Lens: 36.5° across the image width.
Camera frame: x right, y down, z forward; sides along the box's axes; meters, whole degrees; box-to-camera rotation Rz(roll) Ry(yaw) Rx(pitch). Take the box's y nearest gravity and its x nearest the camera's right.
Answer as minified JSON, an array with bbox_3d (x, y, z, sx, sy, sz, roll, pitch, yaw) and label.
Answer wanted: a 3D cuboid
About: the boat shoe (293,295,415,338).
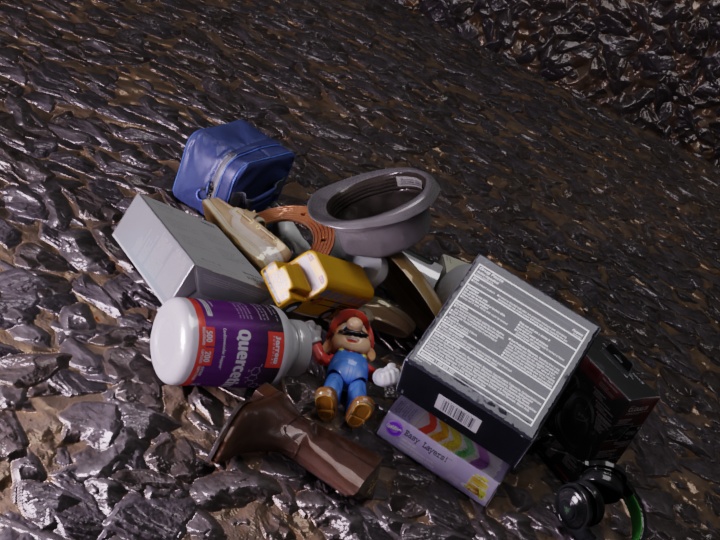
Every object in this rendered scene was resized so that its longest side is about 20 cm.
[{"bbox_3d":[-0.014,0.070,1.681,0.199,0.071,0.065,20,66,-3],"label":"boat shoe"}]

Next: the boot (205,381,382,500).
[{"bbox_3d":[-0.073,0.233,1.343,0.200,0.064,0.186,35,30,6],"label":"boot"}]

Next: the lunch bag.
[{"bbox_3d":[-0.207,-0.157,1.815,0.132,0.136,0.200,31,29,17],"label":"lunch bag"}]

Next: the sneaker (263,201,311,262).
[{"bbox_3d":[-0.121,-0.037,1.780,0.087,0.075,0.200,31,21,-37],"label":"sneaker"}]

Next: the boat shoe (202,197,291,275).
[{"bbox_3d":[-0.173,-0.056,1.659,0.069,0.074,0.200,-29,48,-20],"label":"boat shoe"}]

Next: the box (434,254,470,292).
[{"bbox_3d":[0.223,0.047,1.913,0.199,0.069,0.082,19,27,-13],"label":"box"}]

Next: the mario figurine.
[{"bbox_3d":[-0.017,0.118,1.530,0.123,0.106,0.200,44,26,-25],"label":"mario figurine"}]

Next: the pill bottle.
[{"bbox_3d":[-0.167,0.097,1.433,0.199,0.113,0.113,6,33,-34],"label":"pill bottle"}]

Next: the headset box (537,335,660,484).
[{"bbox_3d":[0.331,0.198,1.598,0.077,0.201,0.149,1,35,-40],"label":"headset box"}]

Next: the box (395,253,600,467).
[{"bbox_3d":[0.187,0.123,1.491,0.199,0.123,0.199,33,65,11],"label":"box"}]

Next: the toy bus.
[{"bbox_3d":[-0.059,0.021,1.554,0.200,0.078,0.065,17,44,-64],"label":"toy bus"}]

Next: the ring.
[{"bbox_3d":[-0.133,-0.031,1.681,0.199,0.019,0.201,-10,39,8],"label":"ring"}]

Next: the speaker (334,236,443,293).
[{"bbox_3d":[0.035,-0.015,1.847,0.199,0.082,0.081,27,27,2],"label":"speaker"}]

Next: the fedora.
[{"bbox_3d":[0.027,-0.078,1.639,0.199,0.091,0.177,-18,29,-5],"label":"fedora"}]

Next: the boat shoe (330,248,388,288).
[{"bbox_3d":[0.000,0.000,1.724,0.063,0.071,0.200,25,-8,-27],"label":"boat shoe"}]

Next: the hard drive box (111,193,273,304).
[{"bbox_3d":[-0.235,-0.009,1.536,0.155,0.077,0.200,23,16,-44],"label":"hard drive box"}]

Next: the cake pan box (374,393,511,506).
[{"bbox_3d":[0.140,0.224,1.550,0.184,0.052,0.200,35,28,11],"label":"cake pan box"}]

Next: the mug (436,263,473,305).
[{"bbox_3d":[0.223,0.076,1.785,0.199,0.148,0.175,14,22,-36],"label":"mug"}]

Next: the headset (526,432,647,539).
[{"bbox_3d":[0.310,0.312,1.513,0.123,0.094,0.200,-33,84,-41],"label":"headset"}]

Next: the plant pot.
[{"bbox_3d":[0.076,0.026,1.722,0.200,0.027,0.200,51,-10,12],"label":"plant pot"}]
